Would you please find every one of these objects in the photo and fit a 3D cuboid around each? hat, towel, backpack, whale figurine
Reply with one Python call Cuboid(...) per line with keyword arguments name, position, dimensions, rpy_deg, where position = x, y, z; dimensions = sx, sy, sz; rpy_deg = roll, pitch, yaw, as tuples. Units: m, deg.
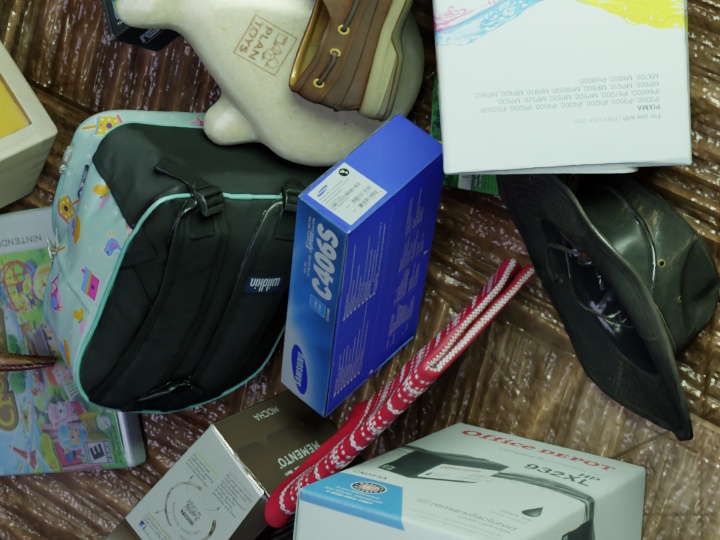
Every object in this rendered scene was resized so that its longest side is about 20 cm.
Cuboid(name="hat", position=(0.167, 0.001, 1.282), dimensions=(0.081, 0.201, 0.201), rpy_deg=(-33, 73, -12))
Cuboid(name="towel", position=(0.021, 0.079, 1.345), dimensions=(0.022, 0.145, 0.200), rpy_deg=(44, 132, 1))
Cuboid(name="backpack", position=(-0.125, -0.006, 1.422), dimensions=(0.153, 0.175, 0.201), rpy_deg=(48, 129, 40))
Cuboid(name="whale figurine", position=(-0.056, -0.154, 1.353), dimensions=(0.199, 0.104, 0.160), rpy_deg=(26, 109, -17))

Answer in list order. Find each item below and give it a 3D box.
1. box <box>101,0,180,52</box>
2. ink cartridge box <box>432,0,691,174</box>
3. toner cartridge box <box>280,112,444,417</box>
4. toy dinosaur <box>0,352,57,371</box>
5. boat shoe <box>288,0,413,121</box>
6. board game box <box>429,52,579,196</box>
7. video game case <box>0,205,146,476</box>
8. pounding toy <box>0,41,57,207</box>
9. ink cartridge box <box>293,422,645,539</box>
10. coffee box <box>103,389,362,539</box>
Cuboid(name="box", position=(-0.104, -0.263, 1.397), dimensions=(0.200, 0.044, 0.161), rpy_deg=(-31, 63, 35))
Cuboid(name="ink cartridge box", position=(0.115, -0.162, 1.221), dimensions=(0.144, 0.145, 0.201), rpy_deg=(-3, 100, 6))
Cuboid(name="toner cartridge box", position=(0.000, 0.000, 1.337), dimensions=(0.043, 0.095, 0.200), rpy_deg=(38, 148, 21))
Cuboid(name="toy dinosaur", position=(-0.354, 0.080, 1.621), dimensions=(0.200, 0.105, 0.182), rpy_deg=(38, 139, 7))
Cuboid(name="boat shoe", position=(-0.002, -0.176, 1.239), dimensions=(0.067, 0.072, 0.201), rpy_deg=(6, 128, -6))
Cuboid(name="board game box", position=(0.097, -0.146, 1.337), dimensions=(0.104, 0.023, 0.201), rpy_deg=(12, 106, 28))
Cuboid(name="video game case", position=(-0.255, 0.056, 1.611), dimensions=(0.181, 0.022, 0.201), rpy_deg=(-7, 97, 34))
Cuboid(name="pounding toy", position=(-0.316, -0.138, 1.522), dimensions=(0.185, 0.199, 0.142), rpy_deg=(56, 151, 10))
Cuboid(name="ink cartridge box", position=(0.070, 0.167, 1.317), dimensions=(0.144, 0.200, 0.084), rpy_deg=(12, 105, 31))
Cuboid(name="coffee box", position=(-0.104, 0.181, 1.485), dimensions=(0.080, 0.113, 0.200), rpy_deg=(51, 123, 13))
